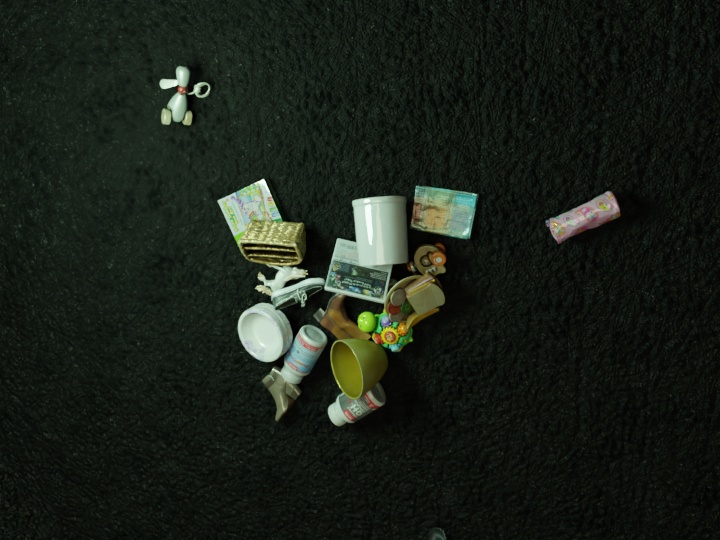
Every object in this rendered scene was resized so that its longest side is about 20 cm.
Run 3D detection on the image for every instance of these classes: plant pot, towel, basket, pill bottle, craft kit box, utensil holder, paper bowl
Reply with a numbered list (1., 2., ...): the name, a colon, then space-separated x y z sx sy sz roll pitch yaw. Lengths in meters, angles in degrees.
1. plant pot: 0.009 0.316 1.749 0.199 0.141 0.202 26 123 51
2. towel: 0.262 -0.184 1.631 0.198 0.022 0.148 11 108 11
3. basket: -0.285 -0.069 1.692 0.197 0.150 0.144 4 123 2
4. pill bottle: -0.017 0.473 1.844 0.199 0.111 0.111 -36 95 20
5. pill bottle: -0.205 0.302 1.841 0.108 0.109 0.201 31 111 3
6. craft kit box: -0.362 -0.187 1.772 0.196 0.049 0.202 -20 100 21
7. utensil holder: 0.065 -0.120 1.596 0.168 0.170 0.203 -4 91 15
8. paper bowl: -0.328 0.213 1.834 0.199 0.104 0.203 10 112 26

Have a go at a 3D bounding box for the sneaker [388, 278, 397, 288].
1. sneaker: 0.028 0.017 1.715 0.198 0.078 0.083 12 75 -6

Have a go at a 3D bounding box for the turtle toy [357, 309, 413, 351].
1. turtle toy: 0.085 0.197 1.743 0.198 0.101 0.147 24 110 6

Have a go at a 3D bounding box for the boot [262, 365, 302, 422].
1. boot: -0.310 0.457 1.942 0.146 0.070 0.201 39 110 7

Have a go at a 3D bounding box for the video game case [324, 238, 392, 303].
1. video game case: 0.000 0.000 1.677 0.198 0.023 0.184 13 67 1

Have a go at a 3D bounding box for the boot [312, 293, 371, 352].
1. boot: -0.040 0.169 1.786 0.200 0.069 0.188 43 107 -4

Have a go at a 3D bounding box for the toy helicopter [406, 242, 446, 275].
1. toy helicopter: 0.211 0.009 1.675 0.131 0.079 0.202 -1 118 7

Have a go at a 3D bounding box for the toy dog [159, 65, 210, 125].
1. toy dog: -0.594 -0.571 1.690 0.201 0.131 0.096 -52 51 17

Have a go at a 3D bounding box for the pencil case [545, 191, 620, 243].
1. pencil case: 0.651 -0.155 1.513 0.199 0.087 0.088 -26 99 20

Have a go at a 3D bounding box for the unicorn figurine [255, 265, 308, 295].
1. unicorn figurine: -0.274 0.015 1.801 0.137 0.074 0.200 35 125 -8

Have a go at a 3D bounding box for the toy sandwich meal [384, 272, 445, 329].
1. toy sandwich meal: 0.175 0.101 1.640 0.203 0.070 0.207 -11 126 -15

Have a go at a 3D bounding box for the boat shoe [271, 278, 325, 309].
1. boat shoe: -0.209 0.085 1.773 0.197 0.074 0.069 -15 60 0

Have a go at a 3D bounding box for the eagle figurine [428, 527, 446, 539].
1. eagle figurine: 0.312 1.094 1.957 0.151 0.150 0.201 36 80 -40
